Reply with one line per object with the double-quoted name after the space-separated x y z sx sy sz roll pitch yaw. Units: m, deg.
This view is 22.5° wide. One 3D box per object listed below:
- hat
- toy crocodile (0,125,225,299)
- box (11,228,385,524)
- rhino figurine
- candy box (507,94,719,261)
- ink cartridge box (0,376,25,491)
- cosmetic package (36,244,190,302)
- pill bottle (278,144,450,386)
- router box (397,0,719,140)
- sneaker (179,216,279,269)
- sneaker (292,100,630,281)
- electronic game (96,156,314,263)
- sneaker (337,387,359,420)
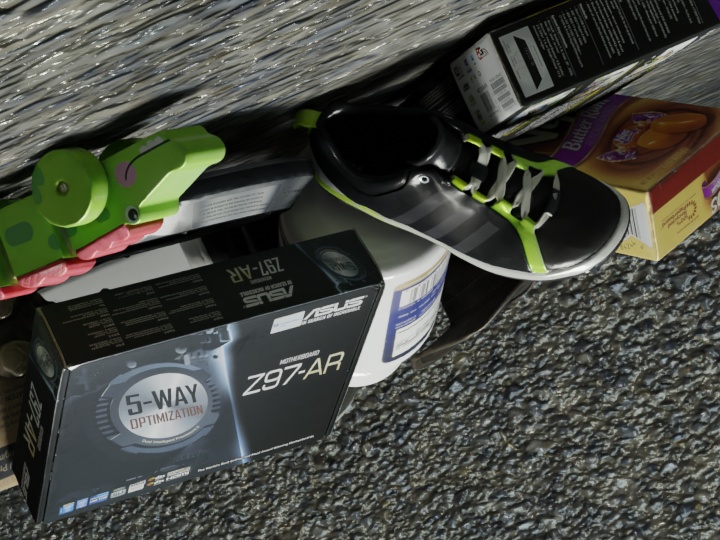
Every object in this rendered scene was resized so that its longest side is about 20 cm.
0.097 -0.016 1.299 0.200 0.081 0.201 -37 178 -2 "hat"
-0.151 -0.019 0.894 0.200 0.062 0.067 -24 177 24 "toy crocodile"
-0.096 0.062 1.051 0.199 0.044 0.160 -14 146 -27 "box"
-0.208 0.034 1.046 0.199 0.060 0.087 -1 179 -15 "rhino figurine"
0.145 -0.072 1.214 0.200 0.057 0.117 12 -143 42 "candy box"
-0.289 0.091 1.128 0.200 0.075 0.165 7 -161 42 "ink cartridge box"
-0.183 0.055 1.468 0.199 0.123 0.199 -21 178 3 "cosmetic package"
0.000 0.000 1.188 0.111 0.111 0.200 -21 156 -14 "pill bottle"
0.116 -0.122 1.111 0.149 0.051 0.200 -23 178 -19 "router box"
-0.057 -0.040 1.267 0.112 0.073 0.200 -26 -175 10 "sneaker"
0.055 -0.049 1.036 0.199 0.072 0.083 15 166 10 "sneaker"
-0.123 -0.033 1.039 0.199 0.042 0.200 -14 -179 0 "electronic game"
-0.073 0.115 1.521 0.199 0.075 0.115 -21 176 -23 "sneaker"
